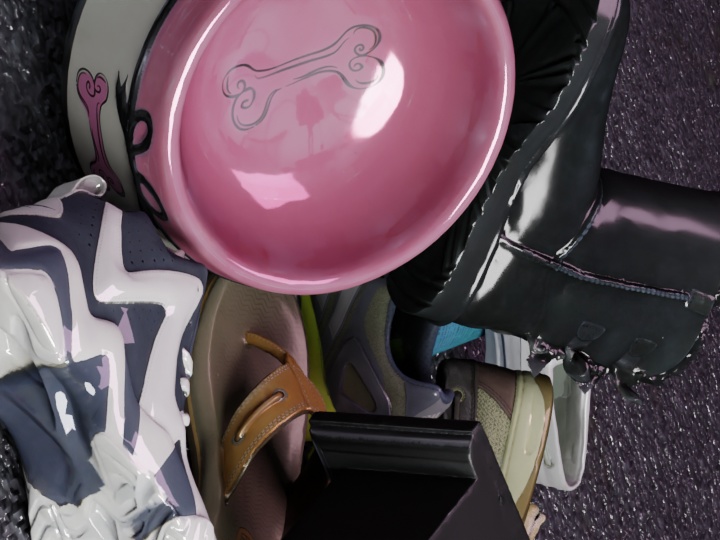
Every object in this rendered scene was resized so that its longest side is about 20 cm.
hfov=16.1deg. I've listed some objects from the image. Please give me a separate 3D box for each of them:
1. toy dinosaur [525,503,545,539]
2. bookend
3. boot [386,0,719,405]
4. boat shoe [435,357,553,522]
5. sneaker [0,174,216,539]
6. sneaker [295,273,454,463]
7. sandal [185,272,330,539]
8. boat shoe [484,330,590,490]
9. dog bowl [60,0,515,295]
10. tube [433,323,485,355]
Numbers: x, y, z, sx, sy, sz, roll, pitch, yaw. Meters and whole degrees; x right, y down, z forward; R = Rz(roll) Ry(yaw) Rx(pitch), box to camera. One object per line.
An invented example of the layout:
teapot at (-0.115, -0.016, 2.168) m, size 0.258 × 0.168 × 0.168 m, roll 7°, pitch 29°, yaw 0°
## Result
toy dinosaur at (0.102, 0.232, 1.414) m, size 0.101 × 0.058 × 0.200 m, roll 34°, pitch 38°, yaw -37°
bookend at (-0.001, 0.198, 1.044) m, size 0.200 × 0.092 × 0.199 m, roll -49°, pitch 126°, yaw -39°
boot at (0.115, -0.038, 1.193) m, size 0.162 × 0.199 × 0.073 m, roll 17°, pitch 15°, yaw -34°
boat shoe at (0.039, 0.138, 1.220) m, size 0.072 × 0.066 × 0.201 m, roll 103°, pitch 3°, yaw -77°
sneaker at (-0.089, 0.051, 1.027) m, size 0.199 × 0.079 × 0.130 m, roll 58°, pitch 36°, yaw -15°
sneaker at (0.000, 0.000, 1.241) m, size 0.074 × 0.081 × 0.201 m, roll 21°, pitch 51°, yaw -57°
sandal at (-0.042, 0.085, 1.137) m, size 0.080 × 0.054 × 0.201 m, roll 37°, pitch 45°, yaw -41°
boat shoe at (0.108, 0.029, 1.402) m, size 0.074 × 0.067 × 0.201 m, roll -38°, pitch 138°, yaw -44°
dog bowl at (-0.022, -0.078, 1.081) m, size 0.074 × 0.200 × 0.200 m, roll 43°, pitch -12°, yaw 53°
tube at (0.045, 0.015, 1.394) m, size 0.200 × 0.050 × 0.078 m, roll -11°, pitch 103°, yaw -65°
